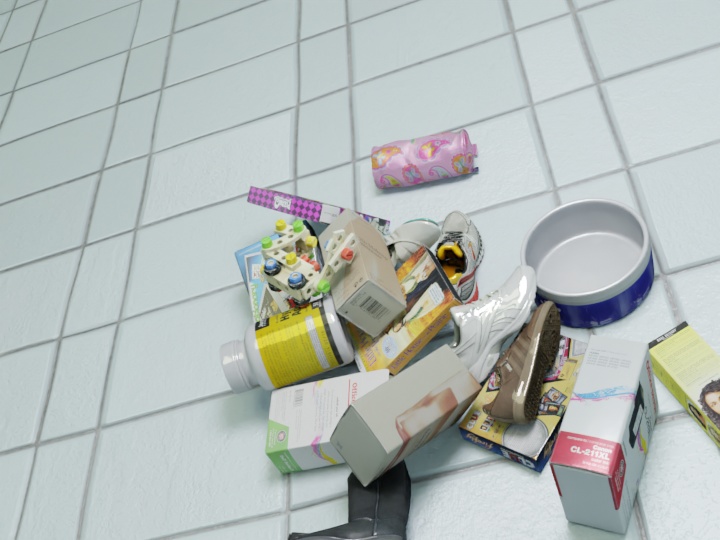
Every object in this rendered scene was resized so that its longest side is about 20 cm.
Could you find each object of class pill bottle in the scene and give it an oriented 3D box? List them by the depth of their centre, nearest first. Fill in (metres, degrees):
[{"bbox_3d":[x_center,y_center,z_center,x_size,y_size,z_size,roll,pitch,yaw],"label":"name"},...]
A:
[{"bbox_3d":[-0.117,0.124,1.558,0.196,0.112,0.112,-21,42,3],"label":"pill bottle"}]

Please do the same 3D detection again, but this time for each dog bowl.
[{"bbox_3d":[0.350,-0.013,1.524,0.196,0.079,0.203,-15,44,14],"label":"dog bowl"}]

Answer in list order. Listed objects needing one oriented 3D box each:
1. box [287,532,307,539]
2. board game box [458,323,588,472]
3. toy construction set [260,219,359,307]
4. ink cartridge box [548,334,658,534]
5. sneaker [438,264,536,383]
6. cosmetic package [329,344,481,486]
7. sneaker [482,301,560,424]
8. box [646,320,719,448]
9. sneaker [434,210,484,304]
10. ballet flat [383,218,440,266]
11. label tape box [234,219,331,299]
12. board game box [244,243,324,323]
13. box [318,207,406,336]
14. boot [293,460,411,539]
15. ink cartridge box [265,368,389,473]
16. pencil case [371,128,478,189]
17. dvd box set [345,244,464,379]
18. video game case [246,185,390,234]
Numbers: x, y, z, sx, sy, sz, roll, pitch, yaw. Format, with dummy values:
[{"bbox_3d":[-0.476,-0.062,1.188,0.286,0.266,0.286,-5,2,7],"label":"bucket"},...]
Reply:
[{"bbox_3d":[-0.024,0.435,1.308,0.196,0.045,0.162,-3,47,25],"label":"box"},{"bbox_3d":[0.248,0.178,1.425,0.134,0.035,0.201,18,59,38],"label":"board game box"},{"bbox_3d":[-0.086,-0.018,1.563,0.131,0.093,0.198,-39,29,-27],"label":"toy construction set"},{"bbox_3d":[0.319,0.209,1.275,0.081,0.147,0.202,6,52,29],"label":"ink cartridge box"},{"bbox_3d":[0.185,0.069,1.465,0.202,0.098,0.078,-57,7,-1],"label":"sneaker"},{"bbox_3d":[0.065,0.200,1.379,0.198,0.104,0.088,-27,68,-36],"label":"cosmetic package"},{"bbox_3d":[0.228,0.125,1.409,0.074,0.071,0.202,-1,47,33],"label":"sneaker"},{"bbox_3d":[0.466,0.160,1.320,0.074,0.051,0.201,-30,42,-3],"label":"box"},{"bbox_3d":[0.162,-0.029,1.633,0.076,0.083,0.203,-13,44,15],"label":"sneaker"},{"bbox_3d":[0.069,-0.035,1.663,0.070,0.069,0.199,-53,17,-26],"label":"ballet flat"},{"bbox_3d":[-0.118,0.036,1.712,0.142,0.063,0.203,-23,72,4],"label":"label tape box"},{"bbox_3d":[-0.120,0.060,1.653,0.123,0.035,0.204,-12,73,7],"label":"board game box"},{"bbox_3d":[0.000,0.000,1.591,0.078,0.094,0.202,-43,35,20],"label":"box"},{"bbox_3d":[-0.012,0.328,1.332,0.161,0.067,0.201,-2,24,3],"label":"boot"},{"bbox_3d":[-0.039,0.228,1.498,0.196,0.068,0.119,-13,45,17],"label":"ink cartridge box"},{"bbox_3d":[0.117,-0.206,1.830,0.196,0.088,0.089,-10,45,17],"label":"pencil case"},{"bbox_3d":[0.063,0.074,1.566,0.200,0.029,0.147,-46,38,16],"label":"dvd box set"},{"bbox_3d":[-0.075,-0.105,1.761,0.198,0.179,0.037,18,95,43],"label":"video game case"}]
